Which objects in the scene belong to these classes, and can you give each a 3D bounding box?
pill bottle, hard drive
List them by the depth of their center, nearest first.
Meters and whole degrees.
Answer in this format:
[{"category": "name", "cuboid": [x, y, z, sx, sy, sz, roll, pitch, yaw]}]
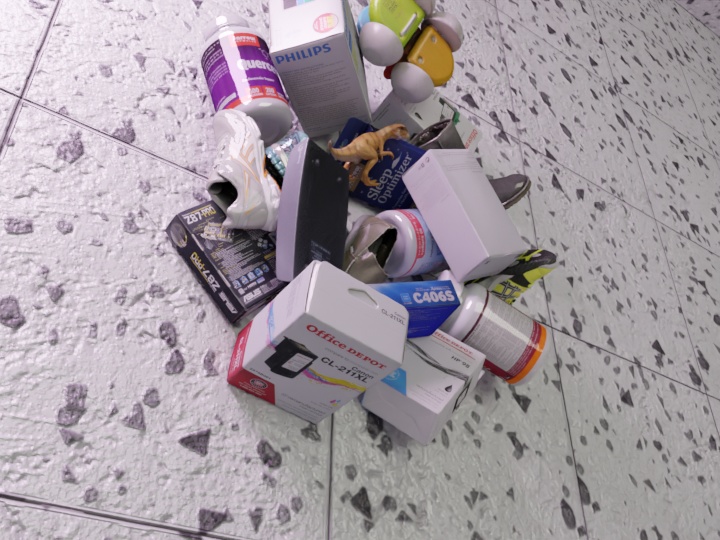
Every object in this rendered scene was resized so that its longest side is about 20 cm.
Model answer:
[{"category": "hard drive", "cuboid": [-0.066, -0.066, 1.029, 0.135, 0.042, 0.203, 30, 61, -58]}, {"category": "pill bottle", "cuboid": [-0.184, -0.297, 1.158, 0.112, 0.112, 0.202, -2, 63, -41]}, {"category": "pill bottle", "cuboid": [0.195, 0.090, 1.182, 0.199, 0.110, 0.110, 32, 45, -8]}, {"category": "pill bottle", "cuboid": [0.111, -0.050, 1.238, 0.199, 0.109, 0.110, -8, 66, -43]}]

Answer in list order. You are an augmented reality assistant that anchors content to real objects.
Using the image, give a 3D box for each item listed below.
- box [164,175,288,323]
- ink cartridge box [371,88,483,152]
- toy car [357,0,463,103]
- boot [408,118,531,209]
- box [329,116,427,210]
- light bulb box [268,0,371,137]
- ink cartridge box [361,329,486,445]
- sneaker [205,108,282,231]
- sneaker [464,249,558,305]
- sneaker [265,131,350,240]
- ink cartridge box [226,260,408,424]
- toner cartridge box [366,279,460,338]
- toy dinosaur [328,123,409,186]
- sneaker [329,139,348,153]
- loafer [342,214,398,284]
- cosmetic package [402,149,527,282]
[{"category": "box", "cuboid": [-0.152, -0.036, 1.049, 0.162, 0.049, 0.199, 54, 41, 3]}, {"category": "ink cartridge box", "cuboid": [0.129, -0.274, 1.429, 0.200, 0.084, 0.147, 41, 43, -9]}, {"category": "toy car", "cuboid": [0.073, -0.406, 1.318, 0.200, 0.149, 0.176, 42, 71, -29]}, {"category": "boot", "cuboid": [0.197, -0.188, 1.338, 0.201, 0.181, 0.073, 58, 0, -23]}, {"category": "box", "cuboid": [0.040, -0.168, 1.253, 0.198, 0.122, 0.033, 19, 26, -28]}, {"category": "light bulb box", "cuboid": [-0.067, -0.368, 1.227, 0.201, 0.123, 0.200, 65, 15, -56]}, {"category": "ink cartridge box", "cuboid": [0.104, 0.150, 1.088, 0.115, 0.067, 0.200, 27, 38, 21]}, {"category": "sneaker", "cuboid": [-0.178, -0.144, 1.024, 0.091, 0.076, 0.202, -7, 61, -37]}, {"category": "sneaker", "cuboid": [0.244, 0.028, 1.249, 0.077, 0.198, 0.075, 60, 20, -11]}, {"category": "sneaker", "cuboid": [-0.059, -0.122, 1.127, 0.086, 0.078, 0.201, -40, 108, -9]}, {"category": "ink cartridge box", "cuboid": [-0.055, 0.096, 0.925, 0.145, 0.200, 0.083, 29, 46, -20]}, {"category": "toner cartridge box", "cuboid": [0.032, 0.059, 1.030, 0.198, 0.095, 0.044, -2, 57, -30]}, {"category": "toy dinosaur", "cuboid": [-0.004, -0.183, 1.152, 0.060, 0.107, 0.199, 27, 38, 30]}, {"category": "sneaker", "cuboid": [0.045, -0.192, 1.303, 0.198, 0.082, 0.075, 15, 50, -34]}, {"category": "loafer", "cuboid": [0.000, 0.000, 1.098, 0.075, 0.069, 0.202, 49, 55, -44]}, {"category": "cosmetic package", "cuboid": [0.165, -0.090, 1.172, 0.112, 0.081, 0.202, -7, 66, -43]}]
